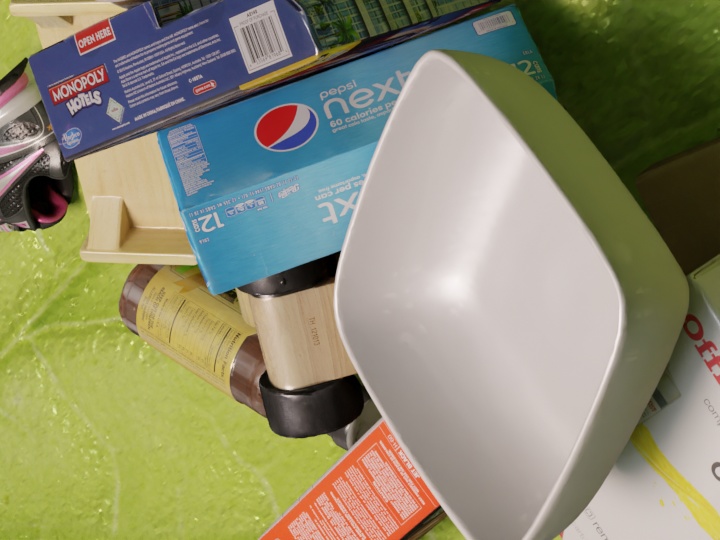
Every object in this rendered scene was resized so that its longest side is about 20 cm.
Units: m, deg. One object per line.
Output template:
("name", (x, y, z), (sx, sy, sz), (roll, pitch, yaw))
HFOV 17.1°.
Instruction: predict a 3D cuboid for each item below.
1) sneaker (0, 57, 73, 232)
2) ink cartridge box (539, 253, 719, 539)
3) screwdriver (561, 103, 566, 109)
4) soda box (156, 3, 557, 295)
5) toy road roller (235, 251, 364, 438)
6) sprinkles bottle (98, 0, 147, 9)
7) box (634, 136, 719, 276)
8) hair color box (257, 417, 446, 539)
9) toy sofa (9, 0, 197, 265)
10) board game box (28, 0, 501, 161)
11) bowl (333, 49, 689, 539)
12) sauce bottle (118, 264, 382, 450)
("sneaker", (-0.243, -0.054, 1.631), (0.086, 0.080, 0.200), (45, 147, 3))
("ink cartridge box", (0.173, 0.082, 1.191), (0.146, 0.083, 0.200), (56, 144, 6))
("screwdriver", (0.113, 0.000, 1.294), (0.029, 0.028, 0.202), (-128, 28, -63))
("soda box", (0.002, -0.062, 1.227), (0.068, 0.199, 0.064), (73, 177, -47))
("toy road roller", (0.000, 0.000, 1.371), (0.200, 0.145, 0.124), (-111, 7, -68))
("sprinkles bottle", (-0.117, -0.170, 1.253), (0.069, 0.068, 0.200), (60, -175, 0))
("box", (0.234, -0.002, 1.152), (0.200, 0.021, 0.164), (-22, 96, 54))
("hair color box", (0.026, 0.123, 1.411), (0.061, 0.101, 0.200), (54, 144, 8))
("toy sofa", (-0.140, -0.108, 1.456), (0.082, 0.098, 0.201), (1, 128, 16))
("board game box", (-0.033, -0.131, 1.242), (0.199, 0.199, 0.062), (-17, 95, 43))
("bowl", (0.076, 0.013, 1.150), (0.200, 0.074, 0.201), (55, 139, 34))
("sauce bottle", (-0.065, 0.053, 1.503), (0.199, 0.065, 0.065), (30, 134, 32))
